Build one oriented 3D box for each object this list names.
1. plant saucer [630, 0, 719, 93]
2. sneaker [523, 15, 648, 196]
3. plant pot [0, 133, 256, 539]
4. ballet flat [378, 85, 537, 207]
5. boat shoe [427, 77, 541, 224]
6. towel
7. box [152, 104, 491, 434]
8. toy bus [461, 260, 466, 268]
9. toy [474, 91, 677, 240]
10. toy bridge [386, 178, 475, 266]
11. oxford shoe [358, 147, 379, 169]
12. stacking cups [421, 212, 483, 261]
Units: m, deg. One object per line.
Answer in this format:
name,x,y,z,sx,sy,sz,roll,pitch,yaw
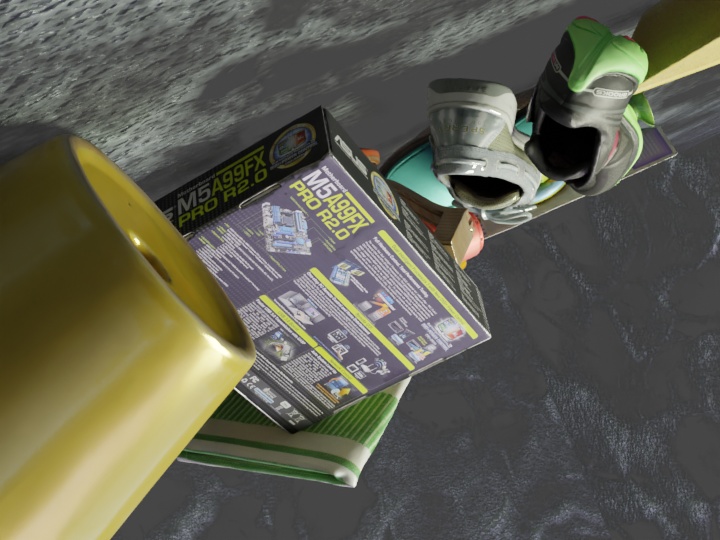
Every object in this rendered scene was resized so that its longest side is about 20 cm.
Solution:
plant saucer,0.282,-0.189,0.837,0.199,0.049,0.200,-22,177,-26
sneaker,0.139,-0.094,0.846,0.084,0.077,0.200,-52,160,-7
plant pot,-0.157,0.048,0.558,0.189,0.201,0.201,-39,176,4
ballet flat,0.098,-0.096,0.988,0.199,0.068,0.067,-21,-160,-8
boat shoe,0.081,-0.067,0.864,0.074,0.065,0.202,6,168,12
towel,-0.031,0.074,0.940,0.152,0.023,0.200,4,-142,25
box,-0.034,0.009,0.798,0.160,0.044,0.200,-28,134,17
toy bus,0.021,-0.001,1.101,0.065,0.079,0.200,-32,-176,-18
toy,0.146,-0.105,1.066,0.199,0.115,0.047,-21,138,0
toy bridge,-0.011,-0.038,0.923,0.199,0.027,0.067,3,-133,30
oxford shoe,-0.073,-0.024,0.858,0.199,0.073,0.071,-23,176,-4
stacking cups,0.000,0.000,0.954,0.199,0.061,0.060,-26,178,-23
